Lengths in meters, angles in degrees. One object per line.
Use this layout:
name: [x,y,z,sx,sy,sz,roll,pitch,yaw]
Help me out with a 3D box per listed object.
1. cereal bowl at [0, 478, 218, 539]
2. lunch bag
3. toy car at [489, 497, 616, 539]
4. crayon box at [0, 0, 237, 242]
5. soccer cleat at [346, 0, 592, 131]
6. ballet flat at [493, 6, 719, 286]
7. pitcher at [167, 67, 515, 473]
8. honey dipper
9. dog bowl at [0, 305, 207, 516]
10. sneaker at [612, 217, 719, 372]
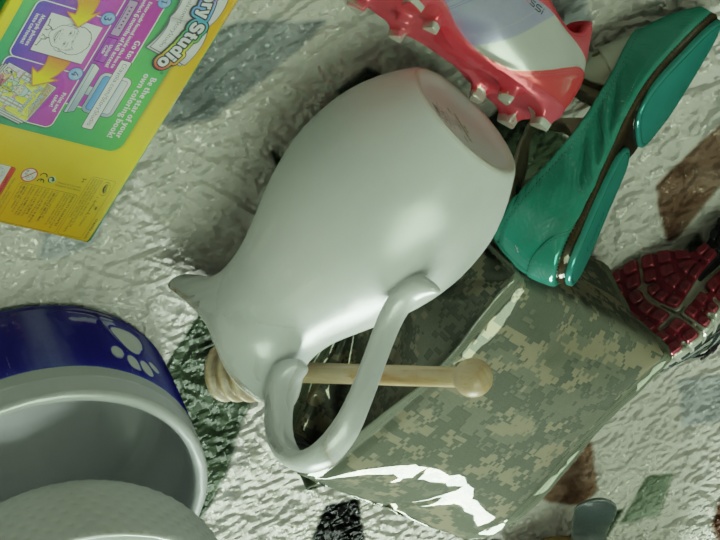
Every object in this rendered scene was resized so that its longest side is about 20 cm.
cereal bowl: [-0.171,0.191,1.408,0.199,0.084,0.201,-14,135,-14]
lunch bag: [0.061,0.068,1.497,0.164,0.118,0.200,25,112,-42]
toy car: [0.150,0.249,1.708,0.163,0.158,0.201,-23,126,-8]
crayon box: [-0.152,-0.114,1.254,0.118,0.058,0.200,13,124,-36]
soccer cleat: [0.054,-0.152,1.330,0.200,0.066,0.077,38,70,-36]
ballet flat: [0.135,-0.085,1.403,0.201,0.070,0.067,-58,164,-19]
pitcher: [0.000,0.000,1.358,0.200,0.172,0.121,-44,140,19]
honey dipper: [-0.005,0.061,1.425,0.199,0.038,0.038,0,153,37]
dog bowl: [-0.195,0.118,1.446,0.199,0.079,0.201,-14,136,-14]
sneaker: [0.226,0.023,1.563,0.199,0.081,0.075,-30,140,2]
